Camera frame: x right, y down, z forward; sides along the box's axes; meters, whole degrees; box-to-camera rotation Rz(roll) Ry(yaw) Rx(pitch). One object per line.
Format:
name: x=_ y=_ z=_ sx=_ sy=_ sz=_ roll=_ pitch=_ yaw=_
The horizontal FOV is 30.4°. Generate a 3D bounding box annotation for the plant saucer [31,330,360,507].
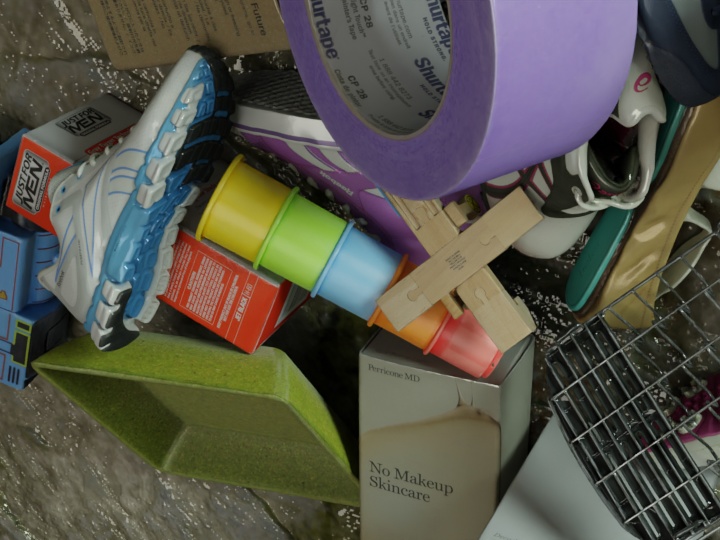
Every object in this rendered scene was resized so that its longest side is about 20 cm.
plant saucer: x=-0.097 y=0.099 z=0.935 sx=0.199 sy=0.048 sz=0.200 roll=5 pitch=152 yaw=25

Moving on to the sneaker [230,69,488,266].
sneaker: x=-0.008 y=-0.055 z=0.843 sx=0.199 sy=0.073 sz=0.115 roll=18 pitch=125 yaw=18

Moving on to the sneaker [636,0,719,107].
sneaker: x=0.160 y=-0.174 z=0.618 sx=0.082 sy=0.070 sz=0.201 roll=-5 pitch=115 yaw=33

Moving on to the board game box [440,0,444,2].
board game box: x=0.026 y=-0.253 z=0.751 sx=0.199 sy=0.026 sz=0.201 roll=-18 pitch=105 yaw=33

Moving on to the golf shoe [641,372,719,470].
golf shoe: x=0.260 y=0.091 z=0.780 sx=0.199 sy=0.075 sz=0.092 roll=-27 pitch=104 yaw=36

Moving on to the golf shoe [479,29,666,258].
golf shoe: x=0.116 y=-0.058 z=0.730 sx=0.077 sy=0.088 sz=0.200 roll=-8 pitch=145 yaw=-10

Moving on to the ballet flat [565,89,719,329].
ballet flat: x=0.180 y=-0.047 z=0.764 sx=0.063 sy=0.069 sz=0.201 roll=14 pitch=128 yaw=-7

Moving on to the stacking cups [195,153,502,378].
stacking cups: x=0.000 y=0.000 z=0.809 sx=0.199 sy=0.061 sz=0.061 roll=27 pitch=124 yaw=1

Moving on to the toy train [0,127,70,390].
toy train: x=-0.271 y=-0.012 z=0.994 sx=0.114 sy=0.087 sz=0.201 roll=20 pitch=120 yaw=6

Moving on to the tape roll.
tape roll: x=0.039 y=-0.142 z=0.661 sx=0.200 sy=0.085 sz=0.201 roll=40 pitch=140 yaw=45

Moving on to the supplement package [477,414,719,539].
supplement package: x=0.135 y=0.198 z=0.817 sx=0.117 sy=0.200 sz=0.118 roll=16 pitch=121 yaw=19

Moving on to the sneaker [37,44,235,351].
sneaker: x=-0.146 y=-0.052 z=0.801 sx=0.086 sy=0.075 sz=0.201 roll=33 pitch=111 yaw=15

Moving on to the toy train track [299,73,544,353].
toy train track: x=0.036 y=-0.043 z=0.773 sx=0.115 sy=0.033 sz=0.200 roll=-38 pitch=85 yaw=27

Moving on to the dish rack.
dish rack: x=0.205 y=0.054 z=0.721 sx=0.200 sy=0.054 sz=0.154 roll=-37 pitch=58 yaw=16

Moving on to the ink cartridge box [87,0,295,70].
ink cartridge box: x=-0.105 y=-0.228 z=0.779 sx=0.164 sy=0.075 sz=0.201 roll=2 pitch=118 yaw=40

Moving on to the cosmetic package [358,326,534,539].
cosmetic package: x=0.057 y=0.136 z=0.905 sx=0.103 sy=0.073 sz=0.201 roll=10 pitch=120 yaw=22

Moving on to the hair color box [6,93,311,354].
hair color box: x=-0.124 y=-0.036 z=0.892 sx=0.199 sy=0.101 sz=0.061 roll=31 pitch=122 yaw=11
